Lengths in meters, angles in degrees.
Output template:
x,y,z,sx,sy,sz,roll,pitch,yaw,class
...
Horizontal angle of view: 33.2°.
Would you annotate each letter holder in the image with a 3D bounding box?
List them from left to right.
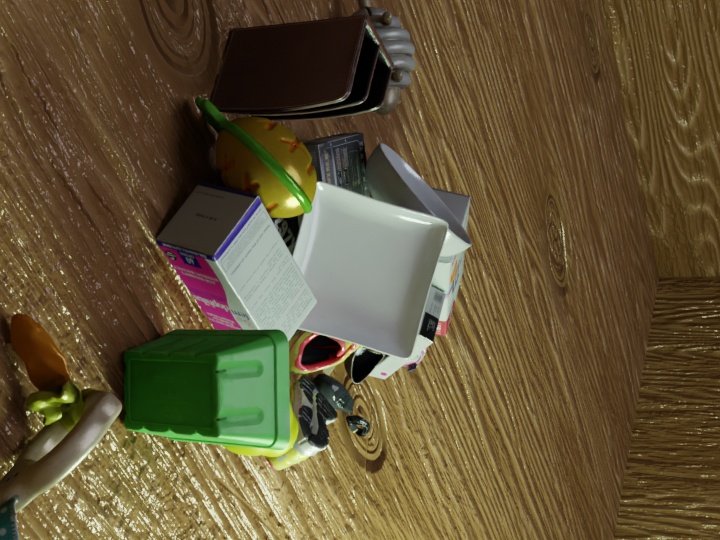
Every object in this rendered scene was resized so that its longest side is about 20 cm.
x,y,z,sx,sy,sz,roll,pitch,yaw,class
-0.077,-0.239,1.576,0.101,0.200,0.142,54,42,-51,letter holder

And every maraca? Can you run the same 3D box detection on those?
x,y,z,sx,sy,sz,roll,pitch,yaw,class
-0.132,-0.141,1.494,0.107,0.200,0.137,-44,162,-10,maraca

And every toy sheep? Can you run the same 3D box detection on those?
x,y,z,sx,sy,sz,roll,pitch,yaw,class
0.023,-0.342,1.887,0.138,0.138,0.200,-3,87,-65,toy sheep

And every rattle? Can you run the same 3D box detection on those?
x,y,z,sx,sy,sz,roll,pitch,yaw,class
-0.336,0.164,1.156,0.200,0.130,0.143,-46,124,-22,rattle

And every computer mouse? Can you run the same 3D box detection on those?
x,y,z,sx,sy,sz,roll,pitch,yaw,class
-0.030,0.214,1.841,0.034,0.059,0.200,-60,149,-21,computer mouse

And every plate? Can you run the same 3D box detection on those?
x,y,z,sx,sy,sz,roll,pitch,yaw,class
0.000,0.000,1.644,0.032,0.200,0.200,-173,-81,-78,plate

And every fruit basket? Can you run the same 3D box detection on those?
x,y,z,sx,sy,sz,roll,pitch,yaw,class
-0.147,0.145,1.402,0.216,0.215,0.156,1,87,-65,fruit basket

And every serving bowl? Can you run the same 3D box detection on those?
x,y,z,sx,sy,sz,roll,pitch,yaw,class
0.073,-0.091,1.760,0.200,0.066,0.200,46,12,-13,serving bowl

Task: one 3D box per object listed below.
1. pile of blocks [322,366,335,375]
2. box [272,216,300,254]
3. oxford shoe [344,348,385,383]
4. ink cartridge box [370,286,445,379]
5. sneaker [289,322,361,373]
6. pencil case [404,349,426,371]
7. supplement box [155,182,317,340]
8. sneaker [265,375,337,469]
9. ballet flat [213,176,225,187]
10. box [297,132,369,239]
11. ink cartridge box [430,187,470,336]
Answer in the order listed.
x,y,z,sx,sy,sz,roll,pitch,yaw,class
-0.045,0.075,1.820,0.062,0.082,0.200,34,33,-9,pile of blocks
-0.093,-0.054,1.716,0.160,0.049,0.200,-66,145,-40,box
0.034,0.089,1.840,0.073,0.071,0.200,-94,-154,-57,oxford shoe
0.062,0.107,1.899,0.037,0.200,0.095,29,53,-16,ink cartridge box
-0.023,0.091,1.685,0.200,0.090,0.078,-32,104,-14,sneaker
0.096,0.074,2.077,0.200,0.087,0.087,-67,146,-43,pencil case
-0.150,0.001,1.499,0.103,0.101,0.200,-56,140,-25,supplement box
-0.092,0.212,1.670,0.078,0.090,0.200,50,13,-6,sneaker
-0.142,-0.115,1.587,0.200,0.073,0.073,-61,142,-47,ballet flat
-0.036,-0.089,1.728,0.158,0.048,0.200,-28,113,-63,box
0.087,-0.020,1.926,0.200,0.144,0.145,88,17,-53,ink cartridge box
